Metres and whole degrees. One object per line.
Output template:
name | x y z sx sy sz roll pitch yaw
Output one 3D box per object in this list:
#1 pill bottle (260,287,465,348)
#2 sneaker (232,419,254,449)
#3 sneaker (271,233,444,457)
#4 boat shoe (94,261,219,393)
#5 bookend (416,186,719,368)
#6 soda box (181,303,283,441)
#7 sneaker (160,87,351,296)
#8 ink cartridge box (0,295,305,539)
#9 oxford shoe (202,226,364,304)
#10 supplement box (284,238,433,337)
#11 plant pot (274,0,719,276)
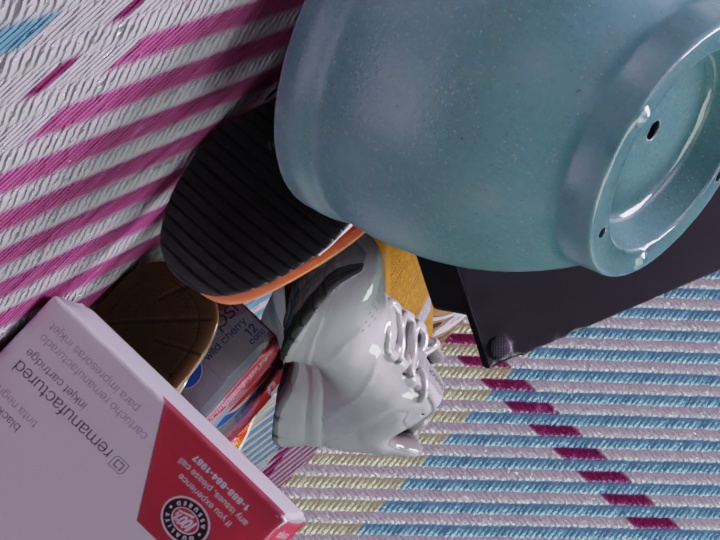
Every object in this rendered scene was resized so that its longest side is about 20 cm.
pill bottle | 0.010 0.001 1.721 0.114 0.114 0.200 -43 174 -32
sneaker | -0.131 0.117 1.727 0.200 0.073 0.077 -49 165 -1
sneaker | 0.003 0.036 1.483 0.200 0.087 0.075 94 10 -65
boat shoe | -0.138 0.085 1.392 0.200 0.073 0.063 -47 172 -8
bookend | 0.098 -0.037 1.452 0.200 0.092 0.199 -22 -169 -19
soda box | -0.085 0.047 1.543 0.063 0.070 0.200 -47 175 -7
sneaker | -0.007 -0.063 1.311 0.200 0.074 0.089 -46 173 -3
ink cartridge box | -0.145 0.133 1.284 0.200 0.147 0.083 -47 174 0
oxford shoe | -0.014 -0.052 1.386 0.200 0.071 0.073 -45 180 -23
supplement box | 0.000 0.000 1.550 0.069 0.066 0.200 -59 164 -27
plant pot | 0.080 -0.080 1.190 0.200 0.134 0.201 -40 149 -30
